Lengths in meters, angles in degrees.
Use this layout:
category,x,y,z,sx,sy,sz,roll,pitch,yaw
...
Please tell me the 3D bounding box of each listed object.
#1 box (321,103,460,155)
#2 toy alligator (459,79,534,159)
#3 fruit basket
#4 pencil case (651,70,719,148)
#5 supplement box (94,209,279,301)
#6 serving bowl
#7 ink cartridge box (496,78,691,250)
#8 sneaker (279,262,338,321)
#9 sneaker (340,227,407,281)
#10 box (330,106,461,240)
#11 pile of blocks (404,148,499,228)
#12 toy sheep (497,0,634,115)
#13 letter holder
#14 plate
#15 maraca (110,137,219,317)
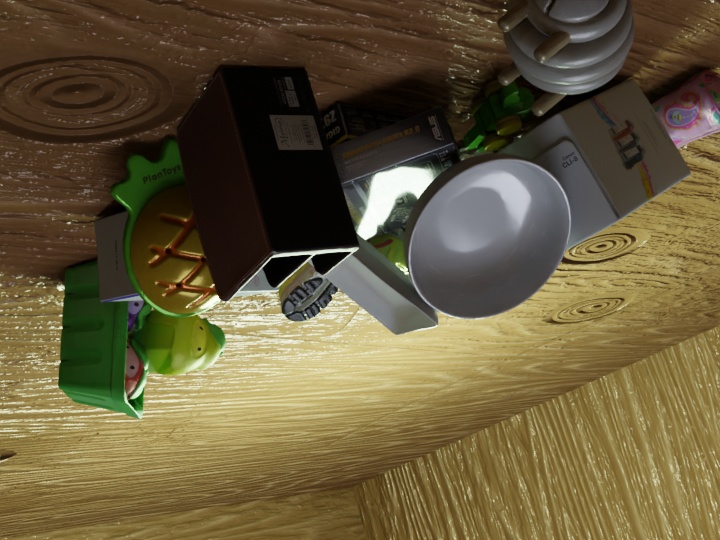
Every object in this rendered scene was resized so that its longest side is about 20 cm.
category,x,y,z,sx,sy,sz,roll,pitch,yaw
box,-0.006,-0.129,1.432,0.160,0.049,0.200,-29,159,38
toy alligator,0.160,-0.172,1.433,0.054,0.059,0.200,-10,162,-20
fruit basket,-0.279,0.087,1.575,0.215,0.216,0.156,-15,163,-5
pencil case,0.391,-0.181,1.581,0.200,0.088,0.087,-31,158,35
supplement box,-0.207,-0.018,1.456,0.200,0.101,0.103,0,173,-41
serving bowl,0.136,-0.047,1.369,0.200,0.066,0.200,-10,121,-16
ink cartridge box,0.270,-0.120,1.465,0.200,0.145,0.145,-27,176,-46
sneaker,-0.040,-0.022,1.678,0.200,0.090,0.078,-37,127,3
sneaker,0.016,-0.017,1.550,0.200,0.090,0.078,22,167,39
box,0.040,-0.105,1.388,0.158,0.048,0.200,-19,161,7
pile of blocks,0.104,-0.122,1.565,0.200,0.082,0.062,-35,114,23
toy sheep,0.199,-0.235,1.164,0.138,0.138,0.200,-16,158,-3
letter holder,-0.101,-0.083,1.226,0.100,0.200,0.142,-5,159,-34
plate,0.000,0.000,1.450,0.032,0.200,0.200,-51,-174,-12
maraca,-0.199,-0.043,1.315,0.137,0.200,0.107,-28,-152,-28
